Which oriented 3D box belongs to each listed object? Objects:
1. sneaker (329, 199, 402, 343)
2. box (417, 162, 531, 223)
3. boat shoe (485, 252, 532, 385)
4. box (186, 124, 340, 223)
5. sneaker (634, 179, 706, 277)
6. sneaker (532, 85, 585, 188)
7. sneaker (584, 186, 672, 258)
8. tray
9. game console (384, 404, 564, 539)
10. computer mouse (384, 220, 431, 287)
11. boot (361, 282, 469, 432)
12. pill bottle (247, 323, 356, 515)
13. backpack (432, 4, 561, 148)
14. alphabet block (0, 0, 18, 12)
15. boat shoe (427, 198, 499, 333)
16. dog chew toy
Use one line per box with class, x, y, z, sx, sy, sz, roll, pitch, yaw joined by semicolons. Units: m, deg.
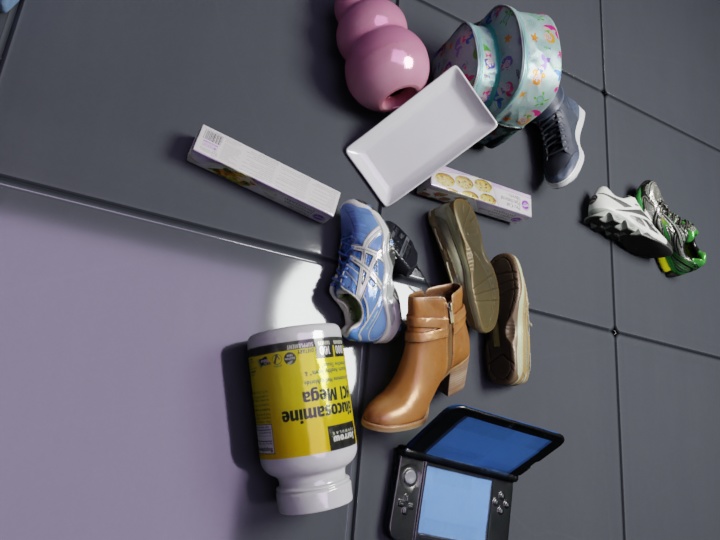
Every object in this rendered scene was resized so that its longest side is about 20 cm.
sneaker;0.000;0.000;0.775;0.077;0.076;0.200;-5;78;-35
box;0.182;-0.120;0.922;0.200;0.039;0.041;14;71;-25
boat shoe;0.231;0.075;0.898;0.076;0.072;0.200;12;78;-41
box;-0.123;-0.122;0.761;0.200;0.039;0.041;23;68;-22
sneaker;0.603;-0.089;1.130;0.078;0.085;0.200;-31;92;-31
sneaker;0.322;-0.250;1.013;0.146;0.077;0.202;36;52;-29
sneaker;0.509;-0.092;1.085;0.200;0.074;0.089;28;67;-21
tray;0.087;-0.193;0.850;0.200;0.022;0.107;-36;97;8
game console;0.153;0.281;0.762;0.200;0.118;0.171;20;68;-23
computer mouse;0.079;0.007;0.849;0.200;0.034;0.059;50;34;-14
boot;0.070;0.108;0.758;0.200;0.074;0.155;-23;117;-45
pill bottle;-0.065;0.167;0.674;0.112;0.112;0.200;-3;79;-30
backpack;0.207;-0.301;0.898;0.150;0.200;0.178;4;76;-28
alphabet block;-0.412;-0.435;0.593;0.200;0.196;0.196;30;63;-19
boat shoe;0.152;-0.003;0.873;0.073;0.063;0.201;-13;86;-47
dog chew toy;0.021;-0.336;0.856;0.124;0.125;0.200;-14;76;-31
